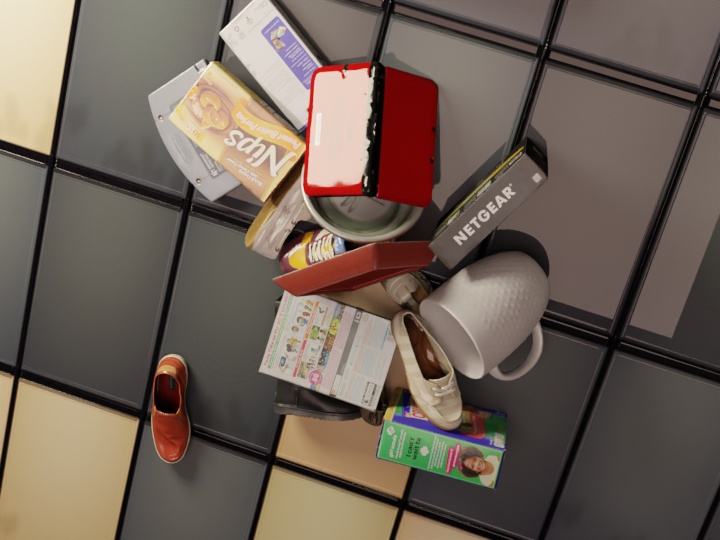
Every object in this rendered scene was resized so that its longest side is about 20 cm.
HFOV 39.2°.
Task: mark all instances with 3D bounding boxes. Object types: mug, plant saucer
[{"bbox_3d":[0.214,0.077,1.569,0.175,0.147,0.202,-36,110,-19],"label":"mug"},{"bbox_3d":[0.000,0.000,1.543,0.198,0.199,0.037,-19,81,33],"label":"plant saucer"},{"bbox_3d":[0.004,-0.123,1.571,0.198,0.202,0.050,21,153,3],"label":"plant saucer"}]

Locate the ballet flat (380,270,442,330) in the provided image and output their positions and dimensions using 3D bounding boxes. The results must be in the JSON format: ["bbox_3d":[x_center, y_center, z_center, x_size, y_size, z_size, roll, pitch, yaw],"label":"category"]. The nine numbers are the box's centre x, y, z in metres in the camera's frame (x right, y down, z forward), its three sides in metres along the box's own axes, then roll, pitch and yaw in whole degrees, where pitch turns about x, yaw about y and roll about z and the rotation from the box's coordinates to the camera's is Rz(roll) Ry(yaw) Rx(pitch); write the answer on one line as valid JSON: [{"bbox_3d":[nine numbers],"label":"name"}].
[{"bbox_3d":[0.096,0.056,1.632,0.068,0.075,0.200,-40,96,19],"label":"ballet flat"}]

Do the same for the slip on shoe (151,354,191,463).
[{"bbox_3d":[-0.338,0.250,1.776,0.073,0.061,0.203,7,109,6],"label":"slip on shoe"}]

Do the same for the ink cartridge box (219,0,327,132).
[{"bbox_3d":[-0.120,-0.325,1.580,0.099,0.039,0.201,-37,95,17],"label":"ink cartridge box"}]

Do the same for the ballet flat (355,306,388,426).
[{"bbox_3d":[0.012,0.160,1.673,0.066,0.046,0.203,-11,95,-20],"label":"ballet flat"}]

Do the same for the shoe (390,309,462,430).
[{"bbox_3d":[0.103,0.152,1.555,0.069,0.053,0.202,-25,85,-18],"label":"shoe"}]

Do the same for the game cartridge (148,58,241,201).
[{"bbox_3d":[-0.251,-0.221,1.636,0.132,0.041,0.202,-28,99,13],"label":"game cartridge"}]

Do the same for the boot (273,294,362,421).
[{"bbox_3d":[-0.066,0.145,1.701,0.162,0.066,0.203,3,99,2],"label":"boot"}]

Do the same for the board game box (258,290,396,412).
[{"bbox_3d":[-0.047,0.123,1.623,0.197,0.064,0.150,19,92,0],"label":"board game box"}]

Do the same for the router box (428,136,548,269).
[{"bbox_3d":[0.195,-0.104,1.525,0.052,0.157,0.200,44,109,-5],"label":"router box"}]

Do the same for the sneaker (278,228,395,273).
[{"bbox_3d":[-0.044,-0.039,1.615,0.197,0.090,0.076,-16,86,10],"label":"sneaker"}]

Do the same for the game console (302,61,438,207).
[{"bbox_3d":[0.016,-0.202,1.542,0.170,0.118,0.203,0,81,26],"label":"game console"}]

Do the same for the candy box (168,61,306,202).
[{"bbox_3d":[-0.187,-0.217,1.579,0.199,0.055,0.116,41,101,-6],"label":"candy box"}]

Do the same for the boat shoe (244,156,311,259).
[{"bbox_3d":[-0.107,-0.108,1.631,0.069,0.071,0.201,31,103,-23],"label":"boat shoe"}]

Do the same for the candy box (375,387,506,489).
[{"bbox_3d":[0.134,0.267,1.638,0.197,0.169,0.078,12,103,6],"label":"candy box"}]
